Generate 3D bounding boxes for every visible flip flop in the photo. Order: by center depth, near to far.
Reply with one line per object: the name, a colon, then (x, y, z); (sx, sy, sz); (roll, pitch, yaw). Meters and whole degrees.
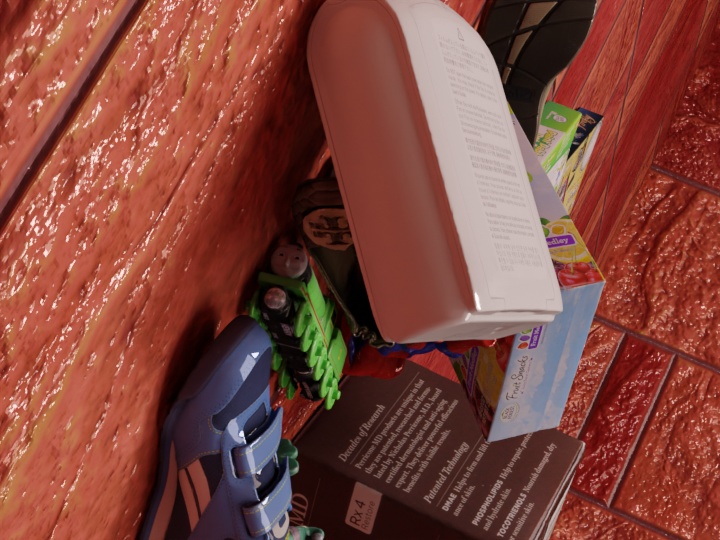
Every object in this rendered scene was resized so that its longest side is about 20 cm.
flip flop: (0.130, -0.165, 1.227); (0.058, 0.081, 0.201); (-78, -177, -57)

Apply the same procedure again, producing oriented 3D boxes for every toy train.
toy train: (-0.036, 0.038, 0.983); (0.200, 0.042, 0.057); (76, 29, -68)

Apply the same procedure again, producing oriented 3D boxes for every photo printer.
photo printer: (0.041, -0.061, 0.856); (0.166, 0.069, 0.201); (2, 72, -66)

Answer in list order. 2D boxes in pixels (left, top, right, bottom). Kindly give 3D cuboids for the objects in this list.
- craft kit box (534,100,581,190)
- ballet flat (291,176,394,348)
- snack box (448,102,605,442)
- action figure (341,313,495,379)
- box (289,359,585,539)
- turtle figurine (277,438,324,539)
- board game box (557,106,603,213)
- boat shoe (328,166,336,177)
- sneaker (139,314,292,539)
craft kit box: (0.157, -0.051, 1.585); (0.200, 0.048, 0.198); (-47, 159, -55)
ballet flat: (0.000, 0.000, 0.943); (0.200, 0.067, 0.047); (70, 30, -65)
snack box: (0.096, -0.006, 1.122); (0.169, 0.067, 0.201); (98, -22, -47)
action figure: (0.031, 0.026, 1.113); (0.200, 0.065, 0.100); (150, -54, -62)
box: (0.049, 0.200, 1.233); (0.164, 0.199, 0.167); (-49, 158, -52)
turtle figurine: (-0.063, 0.218, 1.035); (0.150, 0.100, 0.201); (-105, -173, -51)
board game box: (0.225, -0.098, 1.784); (0.200, 0.034, 0.136); (-44, 154, -59)
boat shoe: (0.023, -0.032, 1.036); (0.075, 0.065, 0.202); (-66, 166, -4)
sneaker: (-0.071, 0.116, 0.881); (0.074, 0.082, 0.201); (-44, 153, -53)
